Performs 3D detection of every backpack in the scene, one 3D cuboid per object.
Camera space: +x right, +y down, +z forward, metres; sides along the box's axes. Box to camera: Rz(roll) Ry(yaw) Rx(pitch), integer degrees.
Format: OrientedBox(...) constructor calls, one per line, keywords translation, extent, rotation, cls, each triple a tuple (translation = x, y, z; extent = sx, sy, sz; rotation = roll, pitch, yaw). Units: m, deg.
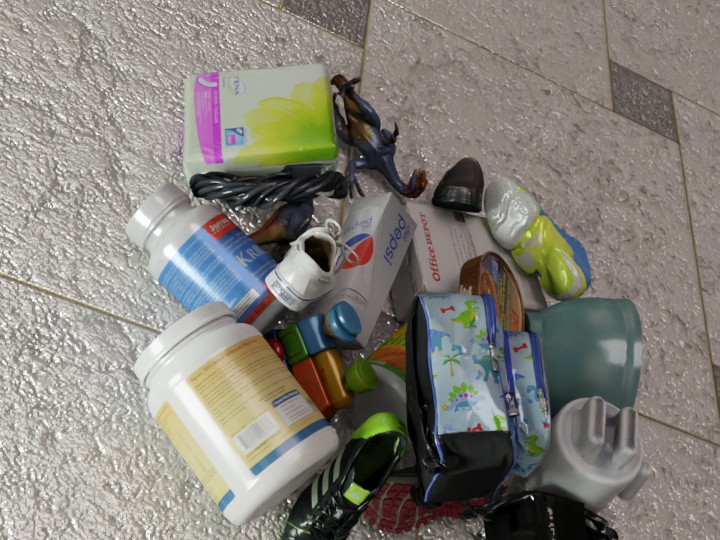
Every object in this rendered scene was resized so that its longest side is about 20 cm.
OrientedBox(translation=(0.119, 0.128, 1.132), extent=(0.145, 0.183, 0.202), rotation=(-4, 63, -5), cls="backpack")

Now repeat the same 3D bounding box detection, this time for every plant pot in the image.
OrientedBox(translation=(0.264, 0.124, 1.380), extent=(0.133, 0.201, 0.202), rotation=(11, 49, -4), cls="plant pot")

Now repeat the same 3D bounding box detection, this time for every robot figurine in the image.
OrientedBox(translation=(0.260, 0.229, 1.270), extent=(0.168, 0.201, 0.114), rotation=(22, 50, -3), cls="robot figurine")

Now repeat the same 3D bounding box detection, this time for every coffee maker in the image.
OrientedBox(translation=(0.192, 0.363, 1.188), extent=(0.190, 0.135, 0.201), rotation=(12, 50, -12), cls="coffee maker")

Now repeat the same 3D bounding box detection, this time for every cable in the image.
OrientedBox(translation=(-0.119, -0.095, 1.288), extent=(0.198, 0.051, 0.163), rotation=(1, 13, 17), cls="cable")

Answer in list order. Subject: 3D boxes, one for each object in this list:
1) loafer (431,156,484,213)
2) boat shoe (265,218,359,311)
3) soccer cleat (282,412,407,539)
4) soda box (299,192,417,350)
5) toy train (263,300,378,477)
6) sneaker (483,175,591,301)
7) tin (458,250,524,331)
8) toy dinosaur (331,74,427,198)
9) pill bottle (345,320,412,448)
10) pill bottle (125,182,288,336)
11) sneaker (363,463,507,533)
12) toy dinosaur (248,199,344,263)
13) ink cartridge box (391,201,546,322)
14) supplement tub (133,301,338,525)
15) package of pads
OrientedBox(translation=(0.140, -0.122, 1.495), extent=(0.072, 0.073, 0.200), rotation=(10, 8, 2), cls="loafer")
OrientedBox(translation=(-0.047, -0.018, 1.217), extent=(0.075, 0.086, 0.202), rotation=(45, 13, 2), cls="boat shoe")
OrientedBox(translation=(-0.019, 0.236, 1.115), extent=(0.067, 0.081, 0.201), rotation=(34, 90, -7), cls="soccer cleat")
OrientedBox(translation=(0.000, 0.000, 1.339), extent=(0.068, 0.063, 0.201), rotation=(49, 52, -34), cls="soda box")
OrientedBox(translation=(-0.027, 0.143, 1.208), extent=(0.084, 0.115, 0.202), rotation=(2, 62, -59), cls="toy train")
OrientedBox(translation=(0.247, -0.041, 1.467), extent=(0.105, 0.076, 0.201), rotation=(2, 53, -56), cls="sneaker")
OrientedBox(translation=(0.160, 0.068, 1.313), extent=(0.112, 0.042, 0.201), rotation=(42, 39, -32), cls="tin")
OrientedBox(translation=(0.028, -0.189, 1.529), extent=(0.182, 0.105, 0.201), rotation=(47, 30, -20), cls="toy dinosaur")
OrientedBox(translation=(0.075, 0.120, 1.306), extent=(0.111, 0.111, 0.200), rotation=(45, 45, 7), cls="pill bottle")
OrientedBox(translation=(-0.174, -0.005, 1.244), extent=(0.200, 0.112, 0.112), rotation=(42, 45, 3), cls="pill bottle")
OrientedBox(translation=(0.074, 0.249, 1.238), extent=(0.199, 0.081, 0.075), rotation=(4, 37, -38), cls="sneaker")
OrientedBox(translation=(-0.083, -0.084, 1.386), extent=(0.198, 0.106, 0.182), rotation=(8, 34, -15), cls="toy dinosaur")
OrientedBox(translation=(0.137, 0.002, 1.457), extent=(0.198, 0.083, 0.148), rotation=(10, 51, -27), cls="ink cartridge box")
OrientedBox(translation=(-0.133, 0.148, 1.129), extent=(0.144, 0.145, 0.200), rotation=(-28, 74, -43), cls="supplement tub")
OrientedBox(translation=(-0.131, -0.193, 1.398), extent=(0.198, 0.068, 0.156), rotation=(-5, 56, -2), cls="package of pads")
